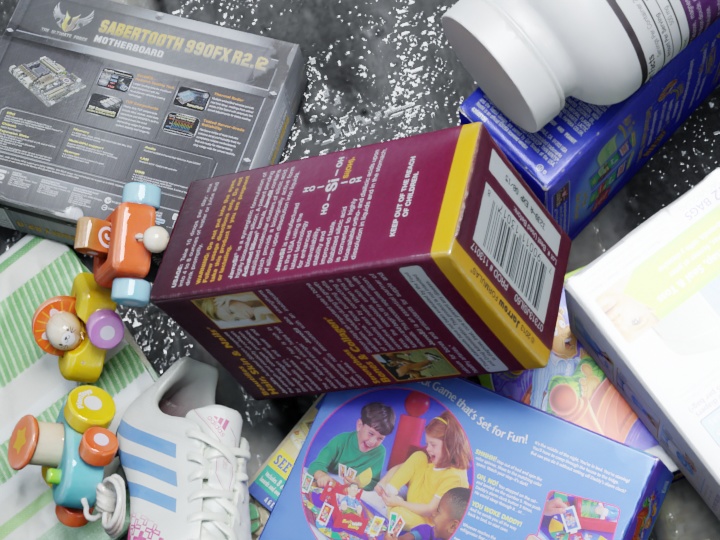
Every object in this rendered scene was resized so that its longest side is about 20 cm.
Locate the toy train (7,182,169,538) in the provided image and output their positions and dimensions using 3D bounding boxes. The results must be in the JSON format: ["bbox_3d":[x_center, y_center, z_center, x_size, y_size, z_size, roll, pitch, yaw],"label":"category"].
[{"bbox_3d":[-0.164,0.052,0.996,0.055,0.150,0.203,10,80,-20],"label":"toy train"}]

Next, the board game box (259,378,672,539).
[{"bbox_3d":[0.057,0.136,0.958,0.198,0.045,0.136,21,80,27],"label":"board game box"}]

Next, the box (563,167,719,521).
[{"bbox_3d":[0.215,0.064,0.932,0.112,0.101,0.201,-35,72,-2],"label":"box"}]

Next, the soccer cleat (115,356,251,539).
[{"bbox_3d":[-0.093,0.129,0.960,0.087,0.069,0.201,-51,38,21],"label":"soccer cleat"}]

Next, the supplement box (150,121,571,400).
[{"bbox_3d":[0.000,0.000,0.926,0.198,0.110,0.086,-9,51,34],"label":"supplement box"}]

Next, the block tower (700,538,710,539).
[{"bbox_3d":[0.188,0.254,0.955,0.053,0.058,0.203,-8,72,5],"label":"block tower"}]

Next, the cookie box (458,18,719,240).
[{"bbox_3d":[0.153,-0.116,1.006,0.075,0.171,0.200,43,83,14],"label":"cookie box"}]

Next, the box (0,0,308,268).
[{"bbox_3d":[-0.152,-0.091,1.096,0.198,0.048,0.160,14,66,12],"label":"box"}]

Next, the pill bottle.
[{"bbox_3d":[0.140,-0.165,0.875,0.200,0.113,0.113,-40,72,-4],"label":"pill bottle"}]

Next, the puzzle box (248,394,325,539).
[{"bbox_3d":[0.018,0.177,1.019,0.199,0.025,0.133,38,82,17],"label":"puzzle box"}]

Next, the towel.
[{"bbox_3d":[-0.201,0.086,1.081,0.152,0.023,0.201,-37,74,-2],"label":"towel"}]

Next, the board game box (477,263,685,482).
[{"bbox_3d":[0.173,0.057,1.018,0.198,0.045,0.136,-23,72,2],"label":"board game box"}]
